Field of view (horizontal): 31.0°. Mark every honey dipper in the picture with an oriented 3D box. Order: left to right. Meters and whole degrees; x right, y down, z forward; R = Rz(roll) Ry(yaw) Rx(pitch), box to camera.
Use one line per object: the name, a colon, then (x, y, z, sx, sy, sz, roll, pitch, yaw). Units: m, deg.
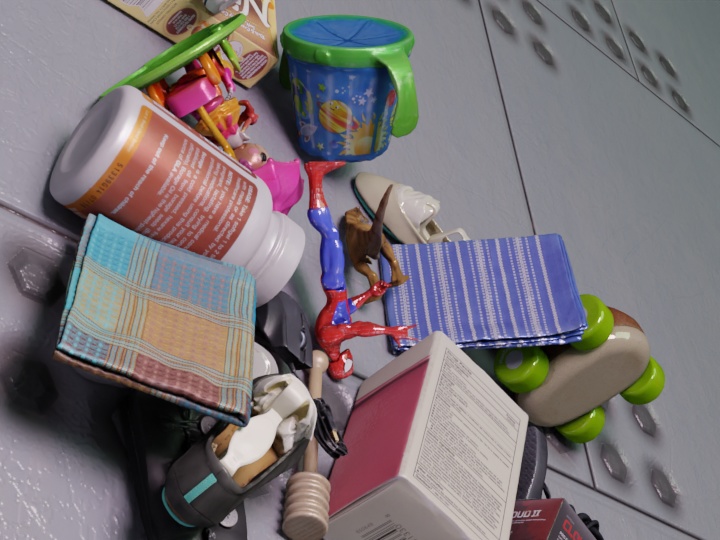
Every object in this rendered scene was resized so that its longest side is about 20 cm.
honey dipper: (-0.041, 0.140, 1.105, 0.038, 0.038, 0.200, 36, 34, -26)

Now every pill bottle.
pill bottle: (-0.147, -0.054, 1.080, 0.200, 0.112, 0.112, 36, 35, -27)

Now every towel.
towel: (-0.144, 0.031, 0.952, 0.146, 0.022, 0.200, 21, 24, -15)
towel: (0.123, 0.020, 1.333, 0.200, 0.024, 0.145, -4, 49, -3)

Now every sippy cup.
sippy cup: (-0.015, -0.187, 1.351, 0.139, 0.131, 0.178, 0, 25, -4)

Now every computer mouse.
computer mouse: (-0.046, 0.081, 1.106, 0.059, 0.034, 0.200, 50, 8, -48)

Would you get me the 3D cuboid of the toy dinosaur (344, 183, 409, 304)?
toy dinosaur: (0.007, -0.025, 1.277, 0.106, 0.060, 0.200, 65, -9, -8)

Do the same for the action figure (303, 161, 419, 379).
action figure: (0.000, 0.000, 1.194, 0.065, 0.099, 0.201, -146, -125, -84)

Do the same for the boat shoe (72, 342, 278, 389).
boat shoe: (-0.131, 0.063, 1.019, 0.200, 0.070, 0.071, 20, 53, -42)

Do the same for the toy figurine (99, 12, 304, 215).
toy figurine: (-0.126, -0.123, 1.200, 0.184, 0.150, 0.200, 60, 4, -16)

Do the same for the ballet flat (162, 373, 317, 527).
ballet flat: (-0.069, 0.119, 0.944, 0.068, 0.068, 0.200, 45, 31, -2)

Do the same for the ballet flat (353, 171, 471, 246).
ballet flat: (0.076, -0.040, 1.412, 0.200, 0.069, 0.069, 51, 31, -4)

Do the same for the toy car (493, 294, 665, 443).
toy car: (0.217, 0.060, 1.439, 0.164, 0.158, 0.200, 41, 19, -42)

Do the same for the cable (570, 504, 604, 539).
cable: (0.228, 0.323, 1.272, 0.163, 0.051, 0.200, 48, 31, -9)

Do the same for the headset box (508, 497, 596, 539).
headset box: (0.155, 0.300, 1.094, 0.149, 0.075, 0.200, 52, 48, -23)

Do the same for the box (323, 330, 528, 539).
box: (0.057, 0.174, 1.133, 0.128, 0.109, 0.200, 44, 32, -15)

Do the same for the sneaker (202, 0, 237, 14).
sneaker: (-0.127, -0.312, 1.289, 0.079, 0.078, 0.200, 53, 19, -11)

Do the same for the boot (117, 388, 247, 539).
boot: (-0.095, 0.186, 0.970, 0.165, 0.066, 0.200, 22, 38, -45)

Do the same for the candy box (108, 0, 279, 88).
candy box: (-0.175, -0.284, 1.324, 0.200, 0.055, 0.116, 30, 38, -35)

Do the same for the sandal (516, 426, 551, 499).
sandal: (0.150, 0.242, 1.232, 0.043, 0.076, 0.200, 35, 46, -26)
